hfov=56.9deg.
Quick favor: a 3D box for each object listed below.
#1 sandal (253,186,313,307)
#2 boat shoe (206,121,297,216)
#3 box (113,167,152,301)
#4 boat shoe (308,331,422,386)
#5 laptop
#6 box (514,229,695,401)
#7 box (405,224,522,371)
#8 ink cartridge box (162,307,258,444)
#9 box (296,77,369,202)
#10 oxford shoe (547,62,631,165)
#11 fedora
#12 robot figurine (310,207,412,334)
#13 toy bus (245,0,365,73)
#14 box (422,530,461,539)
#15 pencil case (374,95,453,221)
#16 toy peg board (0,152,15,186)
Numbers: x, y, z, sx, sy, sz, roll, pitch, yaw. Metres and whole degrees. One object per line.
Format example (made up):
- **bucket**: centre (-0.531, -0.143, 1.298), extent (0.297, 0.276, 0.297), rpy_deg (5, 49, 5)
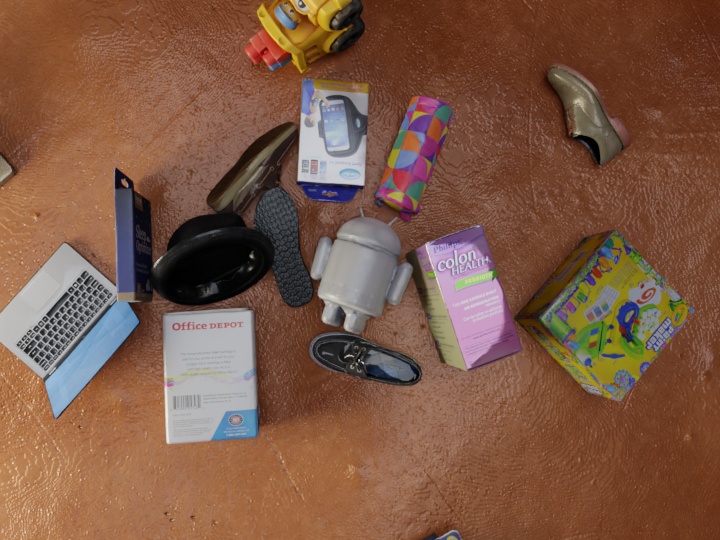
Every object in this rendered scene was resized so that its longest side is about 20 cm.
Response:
- **sandal**: centre (-0.131, -0.038, 1.116), extent (0.074, 0.048, 0.204), rpy_deg (-13, 101, -7)
- **boat shoe**: centre (-0.168, -0.162, 1.112), extent (0.201, 0.072, 0.072), rpy_deg (-51, 123, -14)
- **box**: centre (-0.358, -0.052, 1.049), extent (0.032, 0.121, 0.204), rpy_deg (-3, 87, -5)
- **boat shoe**: centre (0.011, 0.152, 1.105), extent (0.197, 0.066, 0.071), rpy_deg (20, 85, -5)
- **laptop**: centre (-0.466, 0.086, 1.032), extent (0.200, 0.116, 0.188), rpy_deg (41, 83, -2)
- **box**: centre (0.409, 0.075, 1.125), extent (0.193, 0.122, 0.200), rpy_deg (45, 83, -2)
- **box**: centre (0.161, 0.045, 1.073), extent (0.095, 0.176, 0.203), rpy_deg (-19, 88, -7)
- **ink cartridge box**: centre (-0.238, 0.164, 1.068), extent (0.142, 0.085, 0.204), rpy_deg (-2, 88, -7)
- **box**: centre (-0.048, -0.221, 1.135), extent (0.117, 0.041, 0.204), rpy_deg (2, 84, -6)
- **oxford shoe**: centre (0.390, -0.276, 1.172), extent (0.075, 0.070, 0.200), rpy_deg (-41, 90, -1)
- **fedora**: centre (-0.241, -0.031, 1.060), extent (0.198, 0.202, 0.093), rpy_deg (-19, 59, -7)
- **robot figurine**: centre (0.000, 0.000, 1.089), extent (0.167, 0.113, 0.203), rpy_deg (17, 84, 12)
- **toy bus**: centre (-0.103, -0.402, 1.066), extent (0.191, 0.200, 0.137), rpy_deg (-36, 90, 1)
- **box**: centre (0.096, 0.527, 1.101), extent (0.198, 0.032, 0.123), rpy_deg (-26, 90, -6)
- **pencil case**: centre (0.091, -0.193, 1.129), extent (0.087, 0.088, 0.203), rpy_deg (22, 86, -4)
- **toy peg board**: centre (-0.696, -0.174, 1.032), extent (0.199, 0.098, 0.200), rpy_deg (-41, 91, -6)
